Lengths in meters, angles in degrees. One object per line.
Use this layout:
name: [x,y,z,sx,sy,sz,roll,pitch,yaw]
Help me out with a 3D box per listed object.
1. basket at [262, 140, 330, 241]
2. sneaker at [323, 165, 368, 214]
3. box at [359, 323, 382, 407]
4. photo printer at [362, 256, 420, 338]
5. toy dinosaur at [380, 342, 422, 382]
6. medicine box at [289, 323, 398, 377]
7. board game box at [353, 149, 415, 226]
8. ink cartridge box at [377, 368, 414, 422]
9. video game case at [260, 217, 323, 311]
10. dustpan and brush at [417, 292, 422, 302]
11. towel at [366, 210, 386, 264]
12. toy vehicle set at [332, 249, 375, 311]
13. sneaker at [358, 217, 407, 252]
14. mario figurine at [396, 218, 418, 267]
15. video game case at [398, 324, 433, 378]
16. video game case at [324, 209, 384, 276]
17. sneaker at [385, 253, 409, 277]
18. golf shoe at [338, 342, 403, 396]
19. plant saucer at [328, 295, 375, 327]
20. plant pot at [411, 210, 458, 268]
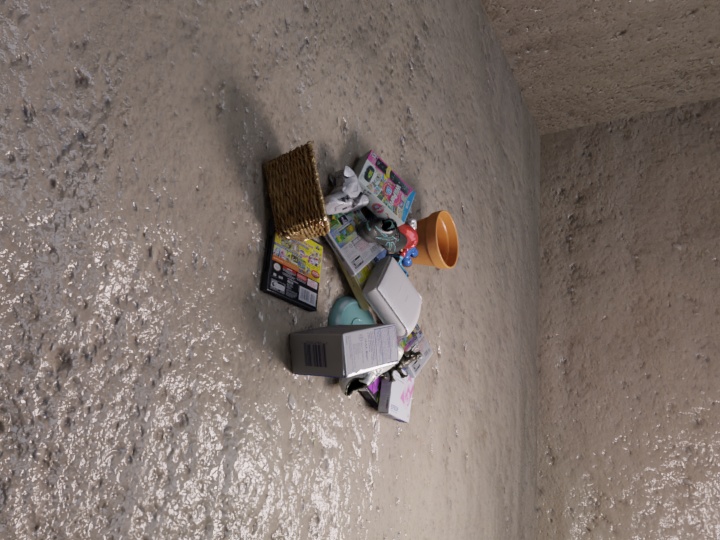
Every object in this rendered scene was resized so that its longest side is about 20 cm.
basket: [-0.121,-0.182,1.417,0.143,0.149,0.201,6,68,-59]
sneaker: [-0.058,-0.220,1.622,0.200,0.075,0.115,-15,80,-59]
box: [0.041,0.278,1.744,0.143,0.036,0.200,56,38,-39]
photo printer: [0.099,0.083,1.704,0.200,0.069,0.167,55,37,-22]
toy dinosaur: [0.079,0.256,1.683,0.199,0.077,0.103,10,60,-27]
medicine box: [-0.038,0.191,1.448,0.200,0.182,0.103,-4,89,-48]
board game box: [0.064,-0.243,1.796,0.200,0.064,0.148,41,48,-22]
ink cartridge box: [0.114,0.347,1.800,0.196,0.043,0.201,42,53,-59]
video game case: [-0.164,-0.010,1.460,0.200,0.025,0.181,30,59,-53]
dustpan and brush: [0.086,0.073,1.806,0.200,0.057,0.140,40,71,-1]
towel: [0.051,-0.118,1.827,0.112,0.048,0.201,51,43,-43]
toy vehicle set: [0.000,0.000,1.695,0.124,0.026,0.201,-38,104,-56]
sneaker: [0.083,-0.105,1.713,0.200,0.079,0.076,12,55,-49]
mario figurine: [0.133,-0.093,1.902,0.200,0.106,0.124,72,16,-64]
video game case: [0.154,0.225,1.895,0.183,0.023,0.200,61,28,-2]
video game case: [-0.027,-0.098,1.659,0.183,0.022,0.200,56,35,-6]
sneaker: [0.113,0.042,1.868,0.073,0.082,0.201,-50,128,-55]
golf shoe: [0.032,0.266,1.562,0.078,0.200,0.097,51,12,-24]
plant saucer: [-0.013,0.166,1.648,0.200,0.027,0.201,24,58,-45]
plant pot: [0.239,-0.101,2.056,0.200,0.140,0.201,17,70,-58]
